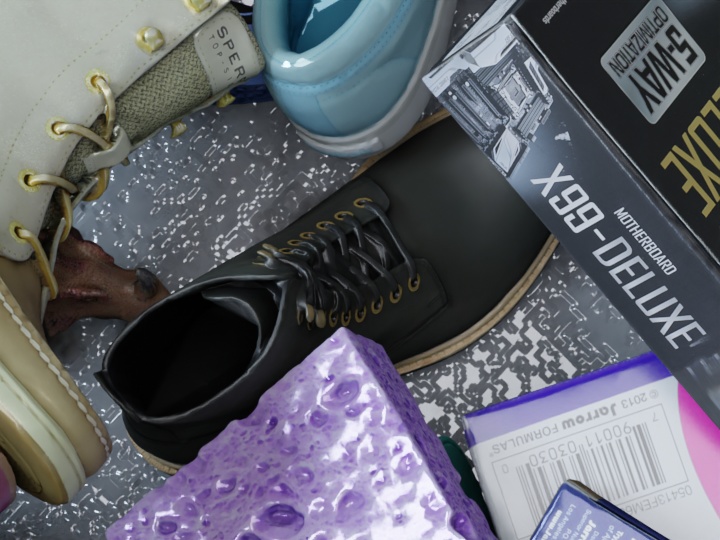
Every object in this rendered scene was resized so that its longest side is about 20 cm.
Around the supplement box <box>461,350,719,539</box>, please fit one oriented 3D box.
[{"bbox_3d":[0.113,0.133,0.983,0.101,0.103,0.201,-18,80,2],"label":"supplement box"}]

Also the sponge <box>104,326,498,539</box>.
[{"bbox_3d":[0.006,0.130,0.910,0.111,0.030,0.200,-40,59,14],"label":"sponge"}]

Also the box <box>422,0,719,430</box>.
[{"bbox_3d":[0.128,-0.065,0.962,0.158,0.050,0.200,49,47,-8],"label":"box"}]

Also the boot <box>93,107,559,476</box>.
[{"bbox_3d":[0.000,0.000,0.992,0.200,0.138,0.078,-42,81,-3],"label":"boot"}]

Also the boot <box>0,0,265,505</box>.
[{"bbox_3d":[-0.094,-0.032,0.933,0.154,0.072,0.200,-29,58,-17],"label":"boot"}]

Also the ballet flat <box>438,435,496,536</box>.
[{"bbox_3d":[0.029,0.160,1.008,0.067,0.067,0.201,-21,82,22],"label":"ballet flat"}]

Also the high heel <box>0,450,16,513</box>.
[{"bbox_3d":[-0.204,0.095,0.891,0.199,0.096,0.068,-16,111,35],"label":"high heel"}]

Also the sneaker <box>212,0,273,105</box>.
[{"bbox_3d":[-0.115,-0.104,1.050,0.199,0.070,0.078,5,87,5],"label":"sneaker"}]

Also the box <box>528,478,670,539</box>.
[{"bbox_3d":[0.120,0.169,0.906,0.199,0.032,0.122,31,91,14],"label":"box"}]

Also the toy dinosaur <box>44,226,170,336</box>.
[{"bbox_3d":[-0.171,0.008,0.999,0.135,0.200,0.086,1,110,42],"label":"toy dinosaur"}]

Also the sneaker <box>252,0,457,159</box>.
[{"bbox_3d":[0.007,-0.144,1.000,0.073,0.082,0.201,3,75,17],"label":"sneaker"}]
